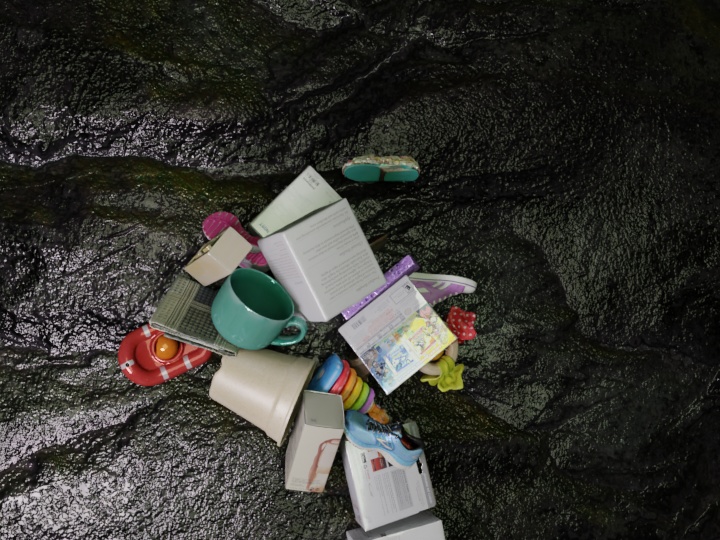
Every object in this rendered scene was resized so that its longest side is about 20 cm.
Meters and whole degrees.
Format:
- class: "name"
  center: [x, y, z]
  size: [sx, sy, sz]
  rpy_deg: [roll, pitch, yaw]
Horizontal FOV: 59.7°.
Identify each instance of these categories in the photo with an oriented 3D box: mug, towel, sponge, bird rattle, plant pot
- class: "mug"
  center: [-0.219, 0.098, 1.289]
  size: [0.185, 0.152, 0.115]
  rpy_deg: [46, 115, 16]
- class: "towel"
  center: [-0.336, 0.100, 1.342]
  size: [0.191, 0.200, 0.035]
  rpy_deg: [23, 117, -9]
- class: "sponge"
  center: [0.047, 0.040, 1.429]
  size: [0.200, 0.112, 0.030]
  rpy_deg: [-39, 80, 5]
- class: "bird rattle"
  center: [0.190, 0.175, 1.458]
  size: [0.162, 0.112, 0.202]
  rpy_deg: [18, 83, -27]
- class: "plant pot"
  center: [-0.214, 0.247, 1.347]
  size: [0.182, 0.201, 0.202]
  rpy_deg: [22, 78, 2]

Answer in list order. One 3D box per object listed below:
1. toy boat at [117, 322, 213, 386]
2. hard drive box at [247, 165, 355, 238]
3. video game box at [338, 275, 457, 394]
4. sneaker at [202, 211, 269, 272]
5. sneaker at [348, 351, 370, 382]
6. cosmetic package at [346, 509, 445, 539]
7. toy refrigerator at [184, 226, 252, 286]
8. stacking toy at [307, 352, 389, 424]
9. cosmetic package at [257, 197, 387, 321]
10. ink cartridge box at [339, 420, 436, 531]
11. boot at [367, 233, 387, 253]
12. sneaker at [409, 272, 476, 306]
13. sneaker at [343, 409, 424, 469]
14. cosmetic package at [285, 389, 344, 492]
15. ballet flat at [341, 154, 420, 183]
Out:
- class: "toy boat"
  center: [-0.412, 0.163, 1.331]
  size: [0.199, 0.131, 0.131]
  rpy_deg: [-25, 88, -14]
- class: "hard drive box"
  center: [-0.137, -0.114, 1.455]
  size: [0.156, 0.077, 0.200]
  rpy_deg: [45, 76, -3]
- class: "video game box"
  center: [0.083, 0.143, 1.402]
  size: [0.200, 0.047, 0.183]
  rpy_deg: [-38, 77, -1]
- class: "sneaker"
  center: [-0.275, -0.054, 1.417]
  size: [0.200, 0.088, 0.081]
  rpy_deg: [36, 66, 18]
- class: "sneaker"
  center: [0.067, 0.187, 1.478]
  size: [0.199, 0.070, 0.076]
  rpy_deg: [-28, 110, -13]
- class: "cosmetic package"
  center: [0.081, 0.605, 1.395]
  size: [0.198, 0.113, 0.082]
  rpy_deg: [-12, 86, -15]
- class: "toy refrigerator"
  center: [-0.306, -0.028, 1.327]
  size: [0.070, 0.200, 0.076]
  rpy_deg: [43, 65, -16]
- class: "stacking toy"
  center: [-0.011, 0.286, 1.417]
  size: [0.200, 0.116, 0.110]
  rpy_deg: [37, 90, -13]
- class: "cosmetic package"
  center: [-0.083, -0.018, 1.324]
  size: [0.167, 0.166, 0.201]
  rpy_deg: [-30, 100, -26]
- class: "ink cartridge box"
  center: [0.059, 0.455, 1.422]
  size: [0.174, 0.084, 0.202]
  rpy_deg: [-12, 86, -15]
- class: "boot"
  center: [0.000, 0.000, 1.482]
  size: [0.199, 0.075, 0.097]
  rpy_deg: [-36, 102, -6]
- class: "sneaker"
  center: [0.178, 0.066, 1.509]
  size: [0.199, 0.073, 0.115]
  rpy_deg: [4, 83, -1]
- class: "sneaker"
  center: [0.051, 0.342, 1.336]
  size: [0.199, 0.090, 0.079]
  rpy_deg: [30, 36, -15]
- class: "cosmetic package"
  center: [-0.100, 0.365, 1.337]
  size: [0.087, 0.104, 0.201]
  rpy_deg: [10, 123, -12]
- class: "ballet flat"
  center: [0.048, -0.251, 1.528]
  size: [0.198, 0.076, 0.064]
  rpy_deg: [2, 51, -17]
